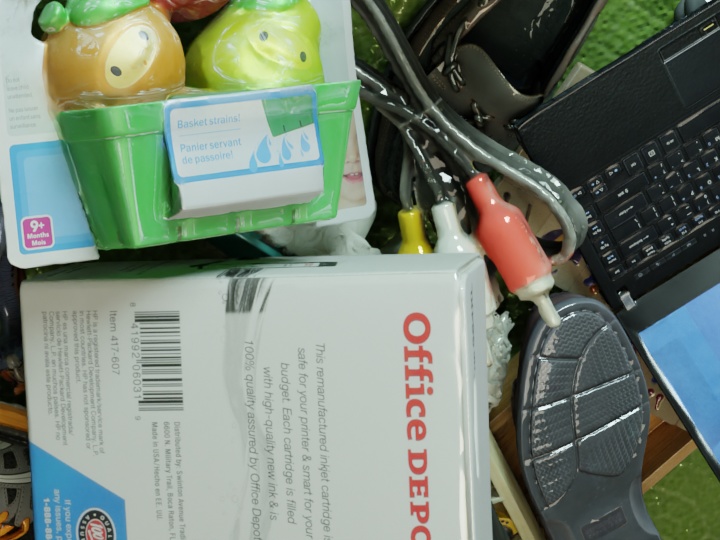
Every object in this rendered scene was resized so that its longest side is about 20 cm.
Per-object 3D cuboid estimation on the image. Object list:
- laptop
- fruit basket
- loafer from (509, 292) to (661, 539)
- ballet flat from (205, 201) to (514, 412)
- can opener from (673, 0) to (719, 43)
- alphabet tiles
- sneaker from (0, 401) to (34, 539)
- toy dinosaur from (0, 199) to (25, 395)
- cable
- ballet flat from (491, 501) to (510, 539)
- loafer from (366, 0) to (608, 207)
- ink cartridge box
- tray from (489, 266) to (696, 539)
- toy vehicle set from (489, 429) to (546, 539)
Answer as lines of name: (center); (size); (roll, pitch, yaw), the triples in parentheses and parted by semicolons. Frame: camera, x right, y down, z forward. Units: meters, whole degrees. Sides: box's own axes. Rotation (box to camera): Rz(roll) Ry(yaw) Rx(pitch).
laptop: (0.199, -0.022, 1.127); (0.177, 0.103, 0.200); (-32, 127, 0)
fruit basket: (-0.075, -0.111, 1.025); (0.184, 0.093, 0.202); (-8, 101, -34)
loafer: (0.108, 0.099, 1.197); (0.071, 0.063, 0.201); (-20, 114, -13)
ballet flat: (0.000, 0.000, 1.162); (0.200, 0.072, 0.072); (38, 101, -30)
can opener: (0.242, -0.161, 1.158); (0.199, 0.053, 0.067); (-26, 85, -4)
alphabet tiles: (0.154, -0.016, 1.181); (0.199, 0.008, 0.168); (28, 106, -26)
sneaker: (-0.196, 0.094, 1.114); (0.078, 0.078, 0.200); (-21, 138, 41)
toy dinosaur: (-0.161, -0.035, 1.079); (0.200, 0.105, 0.182); (-40, 139, -6)
cable: (0.033, -0.054, 1.096); (0.097, 0.050, 0.201); (-21, 105, 27)
ballet flat: (0.057, 0.172, 1.173); (0.068, 0.069, 0.201); (-21, 127, 13)
loafer: (0.069, -0.108, 1.118); (0.072, 0.063, 0.201); (26, 106, -24)
ink cartridge box: (-0.043, 0.070, 1.069); (0.198, 0.084, 0.147); (-1, 96, 11)
tray: (0.110, 0.082, 1.242); (0.200, 0.037, 0.099); (-41, 120, 7)
toy vehicle set: (-0.008, 0.153, 1.214); (0.199, 0.027, 0.125); (-21, 126, 11)
